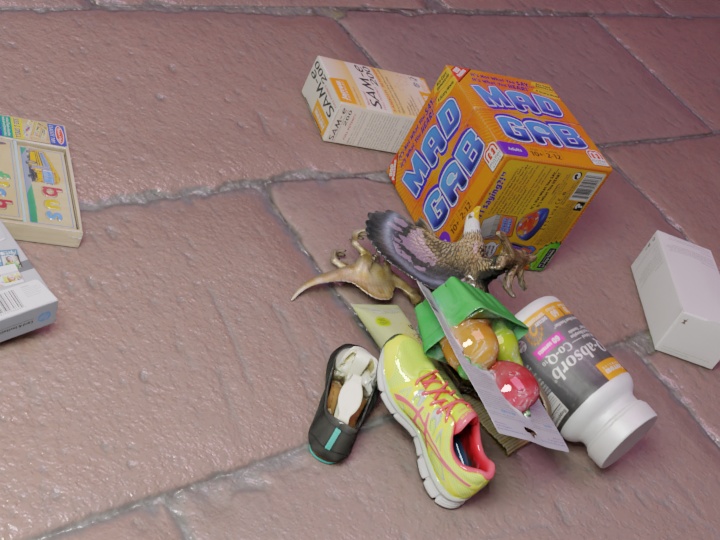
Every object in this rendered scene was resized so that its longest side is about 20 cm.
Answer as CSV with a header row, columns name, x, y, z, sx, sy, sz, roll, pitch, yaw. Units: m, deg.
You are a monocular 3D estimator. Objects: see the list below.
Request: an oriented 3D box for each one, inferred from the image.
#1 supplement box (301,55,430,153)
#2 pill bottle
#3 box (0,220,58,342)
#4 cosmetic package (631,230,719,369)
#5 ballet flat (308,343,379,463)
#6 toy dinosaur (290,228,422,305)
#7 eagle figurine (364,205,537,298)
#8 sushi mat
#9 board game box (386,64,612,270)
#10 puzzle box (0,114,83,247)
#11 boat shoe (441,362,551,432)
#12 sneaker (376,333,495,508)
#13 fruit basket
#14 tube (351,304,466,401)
name,x,y,z,sx,sy,sz,roll,pitch,yaw
supplement box,0.023,-0.250,1.834,0.199,0.074,0.126,6,41,-31
pill bottle,0.263,0.137,1.470,0.116,0.117,0.200,-16,56,-46
box,-0.424,-0.004,1.205,0.155,0.041,0.200,-22,60,-37
cosmetic package,0.491,0.041,1.808,0.107,0.085,0.201,20,37,-14
ballet flat,-0.007,0.133,1.339,0.068,0.069,0.201,24,35,-6
toy dinosaur,0.000,0.000,1.520,0.199,0.058,0.102,7,42,-30
eagle figurine,0.120,-0.016,1.533,0.199,0.153,0.151,1,36,29
sushi mat,0.208,0.166,1.507,0.096,0.012,0.199,45,37,21
board game box,0.195,-0.144,1.717,0.199,0.201,0.201,4,43,-34
puzzle box,-0.400,-0.110,1.390,0.132,0.026,0.201,8,41,-30
boat shoe,0.147,0.130,1.445,0.068,0.072,0.200,-8,38,-36
sneaker,0.091,0.156,1.312,0.078,0.090,0.201,-21,82,-42
fruit basket,0.142,0.112,1.326,0.185,0.093,0.201,23,39,-55
tube,0.062,0.108,1.443,0.200,0.052,0.058,56,-3,38
